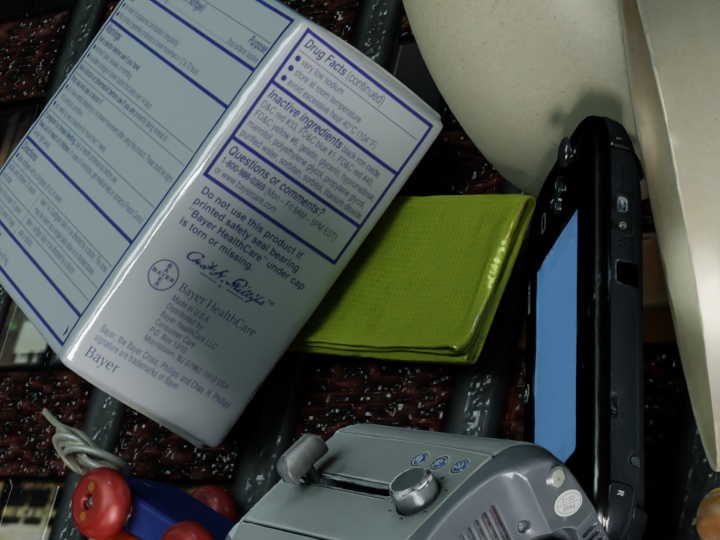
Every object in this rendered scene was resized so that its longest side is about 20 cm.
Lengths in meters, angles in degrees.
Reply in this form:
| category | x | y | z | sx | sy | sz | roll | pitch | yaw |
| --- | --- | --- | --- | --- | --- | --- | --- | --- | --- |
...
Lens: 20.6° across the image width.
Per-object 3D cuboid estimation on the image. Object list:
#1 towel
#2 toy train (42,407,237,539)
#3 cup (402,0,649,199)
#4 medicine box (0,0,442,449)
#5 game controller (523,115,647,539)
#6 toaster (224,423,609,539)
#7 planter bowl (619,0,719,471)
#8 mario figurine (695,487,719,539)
| category | x | y | z | sx | sy | sz | roll | pitch | yaw |
| --- | --- | --- | --- | --- | --- | --- | --- | --- | --- |
| towel | 0.000 | 0.000 | 0.960 | 0.200 | 0.018 | 0.086 | 2 | 67 | 52 |
| toy train | -0.114 | 0.153 | 0.952 | 0.200 | 0.085 | 0.116 | 23 | 94 | 46 |
| cup | 0.094 | -0.148 | 0.901 | 0.200 | 0.143 | 0.201 | -21 | 54 | 31 |
| medicine box | -0.086 | -0.045 | 0.999 | 0.200 | 0.103 | 0.182 | -54 | 34 | 2 |
| game controller | 0.090 | 0.037 | 0.837 | 0.104 | 0.042 | 0.200 | 130 | 149 | -57 |
| toaster | 0.034 | 0.148 | 0.762 | 0.114 | 0.200 | 0.129 | -42 | 30 | -26 |
| planter bowl | 0.179 | -0.036 | 0.742 | 0.134 | 0.200 | 0.201 | -11 | 54 | 5 |
| mario figurine | 0.144 | 0.177 | 0.688 | 0.123 | 0.106 | 0.200 | -3 | 62 | 38 |
